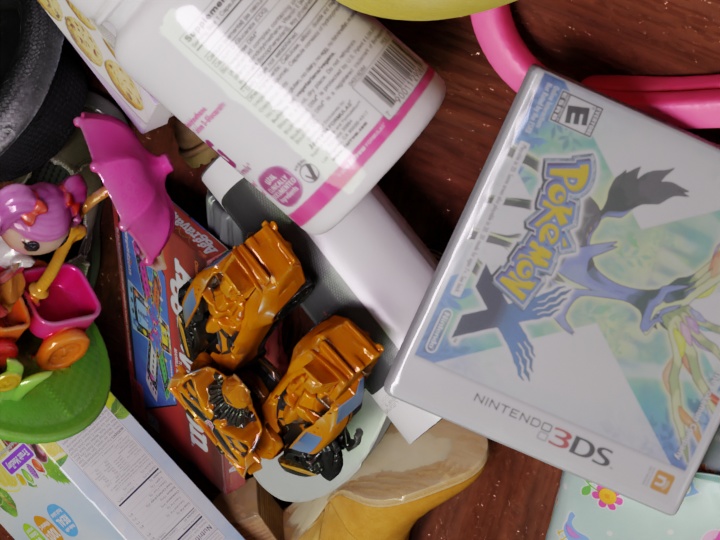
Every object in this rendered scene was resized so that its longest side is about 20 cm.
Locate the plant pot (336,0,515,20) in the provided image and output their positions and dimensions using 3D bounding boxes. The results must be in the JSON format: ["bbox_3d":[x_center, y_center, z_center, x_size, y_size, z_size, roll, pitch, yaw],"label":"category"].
[{"bbox_3d":[0.032,-0.210,1.485,0.200,0.200,0.142,37,149,-4],"label":"plant pot"}]

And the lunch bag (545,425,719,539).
[{"bbox_3d":[0.213,0.157,1.701,0.199,0.122,0.171,15,127,4],"label":"lunch bag"}]

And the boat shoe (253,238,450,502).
[{"bbox_3d":[0.006,0.062,1.743,0.071,0.064,0.200,43,119,7],"label":"boat shoe"}]

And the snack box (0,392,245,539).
[{"bbox_3d":[-0.170,0.154,1.853,0.200,0.068,0.169,46,154,-2],"label":"snack box"}]

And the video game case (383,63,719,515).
[{"bbox_3d":[0.135,0.012,1.580,0.182,0.022,0.201,23,99,-9],"label":"video game case"}]

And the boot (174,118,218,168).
[{"bbox_3d":[-0.106,-0.178,1.642,0.200,0.066,0.175,45,122,-9],"label":"boot"}]

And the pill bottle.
[{"bbox_3d":[-0.061,-0.124,1.551,0.200,0.113,0.113,42,130,-6],"label":"pill bottle"}]

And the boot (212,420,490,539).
[{"bbox_3d":[0.014,0.172,1.848,0.200,0.071,0.144,-18,132,19],"label":"boot"}]

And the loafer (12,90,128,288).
[{"bbox_3d":[-0.201,-0.024,1.789,0.075,0.070,0.201,24,130,7],"label":"loafer"}]

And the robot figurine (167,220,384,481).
[{"bbox_3d":[-0.056,0.054,1.641,0.145,0.058,0.200,49,153,8],"label":"robot figurine"}]

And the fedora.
[{"bbox_3d":[-0.234,-0.108,1.709,0.200,0.201,0.092,-15,148,32],"label":"fedora"}]

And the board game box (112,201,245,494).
[{"bbox_3d":[-0.113,0.040,1.785,0.103,0.019,0.201,38,145,36],"label":"board game box"}]

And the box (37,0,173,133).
[{"bbox_3d":[-0.164,-0.169,1.623,0.200,0.039,0.041,52,150,8],"label":"box"}]

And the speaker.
[{"bbox_3d":[0.000,0.000,1.644,0.200,0.081,0.081,52,130,3],"label":"speaker"}]

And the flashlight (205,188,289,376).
[{"bbox_3d":[-0.056,0.031,1.767,0.068,0.068,0.201,-3,126,1],"label":"flashlight"}]

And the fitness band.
[{"bbox_3d":[0.156,-0.146,1.559,0.199,0.037,0.144,0,124,23],"label":"fitness band"}]

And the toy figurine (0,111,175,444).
[{"bbox_3d":[-0.190,-0.012,1.629,0.184,0.199,0.150,-52,58,36],"label":"toy figurine"}]
